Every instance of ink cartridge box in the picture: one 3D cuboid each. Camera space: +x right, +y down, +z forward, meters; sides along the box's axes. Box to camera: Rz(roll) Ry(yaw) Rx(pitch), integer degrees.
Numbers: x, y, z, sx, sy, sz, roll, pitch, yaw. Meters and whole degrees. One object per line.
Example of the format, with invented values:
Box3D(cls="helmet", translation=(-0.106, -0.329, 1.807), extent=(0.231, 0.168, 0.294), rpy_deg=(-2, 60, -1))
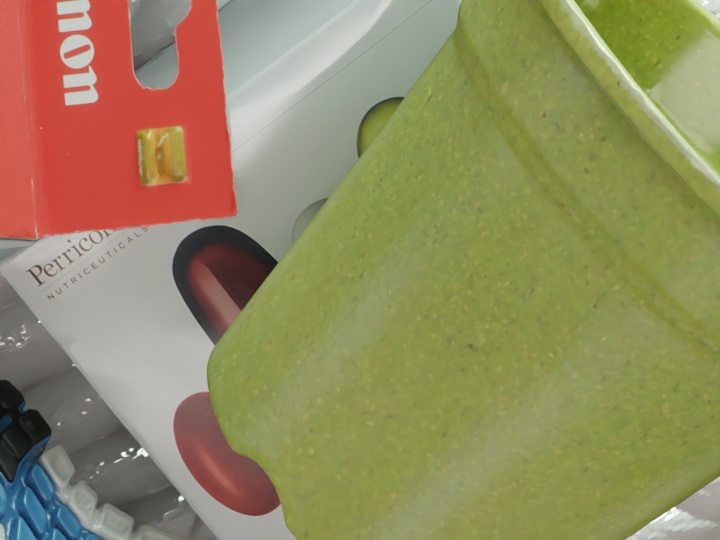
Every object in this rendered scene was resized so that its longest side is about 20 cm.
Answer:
Box3D(cls="ink cartridge box", translation=(-0.149, -0.086, 0.963), extent=(0.200, 0.050, 0.161), rpy_deg=(-6, 83, 6))

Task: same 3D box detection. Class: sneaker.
Box3D(cls="sneaker", translation=(-0.128, 0.106, 1.026), extent=(0.200, 0.075, 0.087), rpy_deg=(43, 129, -13))

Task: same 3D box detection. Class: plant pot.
Box3D(cls="plant pot", translation=(0.057, 0.012, 0.916), extent=(0.200, 0.200, 0.184), rpy_deg=(42, 109, -14))

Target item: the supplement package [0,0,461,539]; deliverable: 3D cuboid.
Box3D(cls="supplement package", translation=(0.000, 0.000, 1.069), extent=(0.191, 0.147, 0.200), rpy_deg=(-37, 106, 6))
